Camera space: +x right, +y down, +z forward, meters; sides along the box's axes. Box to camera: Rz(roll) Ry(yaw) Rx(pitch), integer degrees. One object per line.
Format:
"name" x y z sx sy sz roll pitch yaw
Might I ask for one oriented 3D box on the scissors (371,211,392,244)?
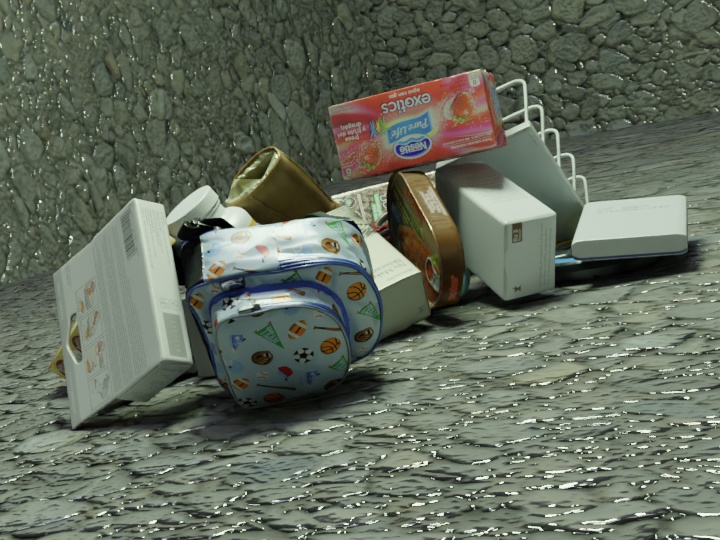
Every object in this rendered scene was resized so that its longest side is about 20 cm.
"scissors" -0.013 -0.026 1.645 0.199 0.014 0.073 -30 31 -11

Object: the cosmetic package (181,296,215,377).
"cosmetic package" -0.103 0.060 1.462 0.199 0.103 0.074 -6 9 32

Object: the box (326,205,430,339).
"box" 0.000 0.000 1.528 0.082 0.069 0.200 -26 35 -17

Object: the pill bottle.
"pill bottle" -0.153 -0.006 1.573 0.104 0.200 0.104 -35 19 14

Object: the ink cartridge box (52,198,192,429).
"ink cartridge box" -0.265 0.051 1.389 0.044 0.201 0.176 12 -37 -42

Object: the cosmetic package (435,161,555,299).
"cosmetic package" 0.161 -0.053 1.539 0.073 0.103 0.200 -12 28 -19

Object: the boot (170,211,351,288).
"boot" -0.121 -0.017 1.426 0.198 0.066 0.165 -15 0 -23

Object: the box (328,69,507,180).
"box" 0.073 -0.179 1.571 0.198 0.096 0.103 -12 2 15

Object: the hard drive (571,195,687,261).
"hard drive" 0.333 -0.054 1.543 0.131 0.026 0.200 -4 15 16

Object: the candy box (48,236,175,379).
"candy box" -0.313 0.043 1.589 0.200 0.055 0.116 -49 14 35

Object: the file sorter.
"file sorter" 0.212 -0.133 1.705 0.138 0.200 0.125 -23 37 24

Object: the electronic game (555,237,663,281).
"electronic game" 0.302 -0.026 1.595 0.198 0.042 0.200 -13 8 2

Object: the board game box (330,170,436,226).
"board game box" 0.067 -0.060 1.814 0.198 0.098 0.160 -13 -17 -2

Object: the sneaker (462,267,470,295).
"sneaker" 0.040 0.022 1.584 0.198 0.075 0.082 -14 5 3

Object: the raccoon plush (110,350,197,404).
"raccoon plush" -0.277 0.099 1.544 0.199 0.098 0.133 -21 4 -44

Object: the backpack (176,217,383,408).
"backpack" -0.072 0.035 1.272 0.189 0.201 0.155 -17 50 -5

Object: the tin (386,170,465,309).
"tin" 0.077 -0.040 1.519 0.041 0.113 0.201 -10 42 -13

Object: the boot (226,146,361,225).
"boot" -0.109 -0.056 1.662 0.200 0.175 0.066 32 13 -48

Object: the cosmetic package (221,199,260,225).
"cosmetic package" -0.176 -0.019 1.833 0.081 0.114 0.200 -19 -14 -33
